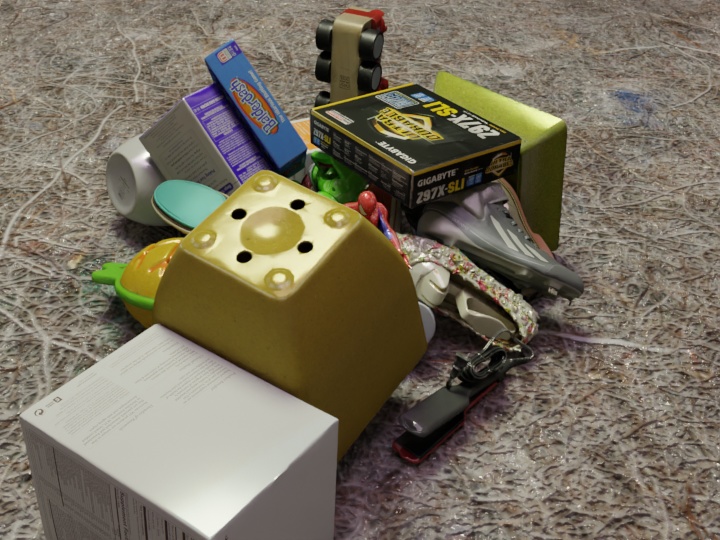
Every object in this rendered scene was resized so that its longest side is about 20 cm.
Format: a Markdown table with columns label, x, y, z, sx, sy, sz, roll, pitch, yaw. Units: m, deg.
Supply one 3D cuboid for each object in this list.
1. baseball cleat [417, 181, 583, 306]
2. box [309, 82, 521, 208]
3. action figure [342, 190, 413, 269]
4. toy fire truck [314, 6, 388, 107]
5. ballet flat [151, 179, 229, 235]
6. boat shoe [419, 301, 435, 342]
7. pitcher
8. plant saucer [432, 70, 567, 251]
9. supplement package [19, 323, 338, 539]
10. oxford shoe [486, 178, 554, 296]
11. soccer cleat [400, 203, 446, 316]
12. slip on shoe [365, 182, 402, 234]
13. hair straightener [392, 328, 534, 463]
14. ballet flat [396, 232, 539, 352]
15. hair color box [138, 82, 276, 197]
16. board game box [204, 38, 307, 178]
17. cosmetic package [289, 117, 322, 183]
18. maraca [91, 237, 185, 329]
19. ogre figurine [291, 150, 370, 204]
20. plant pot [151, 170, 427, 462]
| label | x | y | z | sx | sy | sz | roll | pitch | yaw |
| --- | --- | --- | --- | --- | --- | --- | --- | --- | --- |
| baseball cleat | 0.166 | -0.040 | 1.043 | 0.199 | 0.070 | 0.107 | 22 | 75 | -3 |
| box | 0.060 | -0.150 | 1.074 | 0.159 | 0.050 | 0.200 | -18 | 37 | -30 |
| action figure | 0.000 | 0.000 | 0.993 | 0.065 | 0.200 | 0.099 | -9 | 56 | -15 |
| toy fire truck | -0.002 | -0.337 | 1.476 | 0.128 | 0.177 | 0.200 | 16 | 36 | 19 |
| ballet flat | -0.147 | -0.045 | 1.041 | 0.199 | 0.070 | 0.069 | 19 | 38 | 25 |
| boat shoe | -0.021 | 0.069 | 1.002 | 0.199 | 0.074 | 0.065 | -4 | 9 | -4 |
| pitcher | -0.207 | -0.108 | 1.199 | 0.199 | 0.122 | 0.172 | -13 | 48 | -41 |
| plant saucer | 0.160 | -0.127 | 1.176 | 0.199 | 0.201 | 0.048 | 31 | 54 | 34 |
| supplement package | -0.142 | 0.173 | 0.758 | 0.199 | 0.151 | 0.152 | 23 | 39 | 27 |
| oxford shoe | 0.154 | -0.057 | 1.111 | 0.074 | 0.071 | 0.200 | -21 | 68 | -50 |
| soccer cleat | 0.109 | -0.023 | 1.132 | 0.086 | 0.070 | 0.201 | 29 | 36 | -39 |
| slip on shoe | 0.025 | -0.093 | 1.226 | 0.061 | 0.074 | 0.200 | 1 | 40 | 3 |
| hair straightener | 0.111 | 0.113 | 0.928 | 0.200 | 0.077 | 0.041 | -26 | 48 | -36 |
| ballet flat | 0.107 | 0.025 | 1.012 | 0.199 | 0.076 | 0.064 | 28 | 31 | -3 |
| hair color box | -0.160 | -0.104 | 1.097 | 0.109 | 0.200 | 0.065 | -26 | 8 | 45 |
| board game box | -0.125 | -0.189 | 1.151 | 0.045 | 0.152 | 0.200 | -35 | 2 | -3 |
| cosmetic package | -0.013 | -0.178 | 1.340 | 0.199 | 0.072 | 0.101 | -16 | 39 | -26 |
| maraca | -0.207 | 0.015 | 1.023 | 0.200 | 0.107 | 0.137 | 17 | 17 | 42 |
| ogre figurine | -0.038 | -0.106 | 1.159 | 0.200 | 0.098 | 0.120 | -30 | 16 | -25 |
| plant pot | -0.070 | 0.029 | 0.842 | 0.195 | 0.200 | 0.194 | 26 | 55 | 25 |
